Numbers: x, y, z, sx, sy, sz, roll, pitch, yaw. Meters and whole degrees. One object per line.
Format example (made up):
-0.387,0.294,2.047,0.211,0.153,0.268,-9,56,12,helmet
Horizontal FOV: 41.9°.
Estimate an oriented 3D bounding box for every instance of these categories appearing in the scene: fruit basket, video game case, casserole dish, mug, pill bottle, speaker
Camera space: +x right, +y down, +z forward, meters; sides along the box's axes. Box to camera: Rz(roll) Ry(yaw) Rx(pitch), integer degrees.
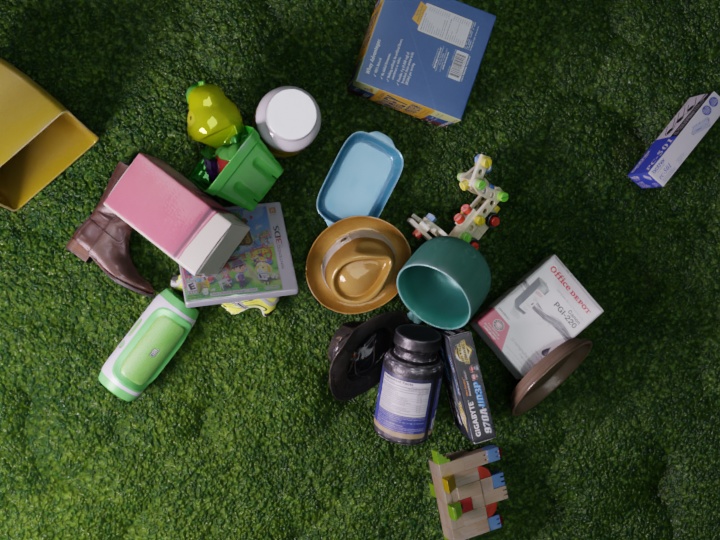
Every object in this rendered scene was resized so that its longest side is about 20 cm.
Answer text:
-0.244,-0.215,1.619,0.215,0.216,0.156,38,88,-8,fruit basket
-0.224,-0.031,1.669,0.199,0.022,0.183,-7,66,-15,video game case
-0.003,-0.162,1.739,0.121,0.039,0.200,27,90,-9,casserole dish
0.147,0.015,1.702,0.114,0.185,0.152,-49,120,-35,mug
0.091,0.205,1.710,0.111,0.112,0.201,6,107,-8,pill bottle
-0.377,0.133,1.678,0.088,0.088,0.200,37,87,-8,speaker
-0.129,-0.258,1.633,0.112,0.200,0.113,0,91,-10,pill bottle

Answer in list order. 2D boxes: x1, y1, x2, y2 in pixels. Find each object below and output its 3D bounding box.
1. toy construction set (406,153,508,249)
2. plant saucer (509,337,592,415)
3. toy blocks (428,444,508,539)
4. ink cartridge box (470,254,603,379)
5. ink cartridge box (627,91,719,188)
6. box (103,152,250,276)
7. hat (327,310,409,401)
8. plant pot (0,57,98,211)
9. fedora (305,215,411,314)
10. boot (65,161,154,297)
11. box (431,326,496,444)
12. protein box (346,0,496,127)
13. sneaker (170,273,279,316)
0.189,-0.111,1.739,0.200,0.092,0.131,-41,126,6,toy construction set
0.348,0.192,1.740,0.200,0.200,0.029,-41,68,-4,plant saucer
0.214,0.417,1.779,0.136,0.100,0.201,-13,94,-18,toy blocks
0.331,0.088,1.766,0.200,0.085,0.146,-41,88,-6,ink cartridge box
0.603,-0.247,1.790,0.044,0.094,0.200,39,87,-8,ink cartridge box
-0.305,-0.091,1.577,0.200,0.128,0.109,37,94,6,box
-0.002,0.140,1.726,0.081,0.201,0.201,35,87,36,hat
-0.597,-0.243,1.582,0.200,0.200,0.176,-42,87,-4,plant pot
0.000,0.000,1.705,0.200,0.082,0.201,-2,110,-7,fedora
-0.398,-0.075,1.681,0.186,0.064,0.200,35,83,-10,boot
0.187,0.201,1.722,0.046,0.159,0.201,-15,95,-6,box
0.106,-0.389,1.693,0.199,0.135,0.199,19,90,-8,protein box
-0.244,0.040,1.698,0.199,0.075,0.077,6,97,-4,sneaker
